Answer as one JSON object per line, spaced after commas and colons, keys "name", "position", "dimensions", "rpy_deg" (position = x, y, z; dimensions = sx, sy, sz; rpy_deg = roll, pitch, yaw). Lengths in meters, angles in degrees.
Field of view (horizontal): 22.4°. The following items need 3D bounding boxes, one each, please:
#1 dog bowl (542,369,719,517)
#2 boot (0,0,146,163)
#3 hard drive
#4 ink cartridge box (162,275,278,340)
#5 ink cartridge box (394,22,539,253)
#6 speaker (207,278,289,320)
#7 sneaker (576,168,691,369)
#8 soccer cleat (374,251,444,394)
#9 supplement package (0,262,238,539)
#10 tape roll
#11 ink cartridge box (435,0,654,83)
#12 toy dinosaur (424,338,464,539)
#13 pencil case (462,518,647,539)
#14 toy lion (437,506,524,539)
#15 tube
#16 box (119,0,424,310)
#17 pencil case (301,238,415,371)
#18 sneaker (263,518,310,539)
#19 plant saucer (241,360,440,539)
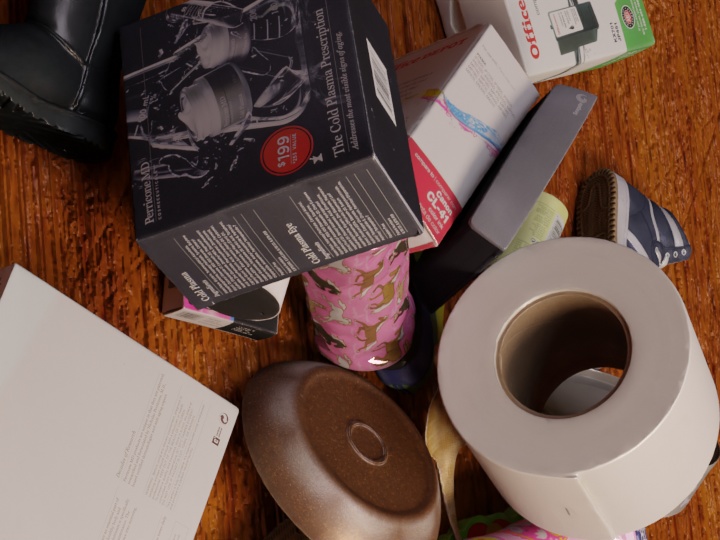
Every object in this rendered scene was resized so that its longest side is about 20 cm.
{"name": "dog bowl", "position": [0.211, 0.148, 1.590], "dimensions": [0.199, 0.200, 0.059], "rpy_deg": [2, 113, -42]}
{"name": "boot", "position": [-0.242, -0.188, 1.326], "dimensions": [0.199, 0.076, 0.170], "rpy_deg": [24, 68, -44]}
{"name": "hard drive", "position": [0.116, -0.065, 1.508], "dimensions": [0.042, 0.135, 0.201], "rpy_deg": [39, 52, -6]}
{"name": "ink cartridge box", "position": [-0.104, -0.052, 1.450], "dimensions": [0.094, 0.037, 0.202], "rpy_deg": [16, 67, -38]}
{"name": "ink cartridge box", "position": [0.039, -0.100, 1.513], "dimensions": [0.086, 0.147, 0.200], "rpy_deg": [53, 52, -19]}
{"name": "speaker", "position": [-0.074, -0.065, 1.402], "dimensions": [0.081, 0.081, 0.202], "rpy_deg": [33, 59, -32]}
{"name": "sneaker", "position": [0.257, 0.011, 1.736], "dimensions": [0.108, 0.070, 0.202], "rpy_deg": [25, 61, -33]}
{"name": "soccer cleat", "position": [0.048, 0.012, 1.566], "dimensions": [0.084, 0.064, 0.202], "rpy_deg": [62, 35, -52]}
{"name": "supplement package", "position": [-0.223, 0.137, 1.217], "dimensions": [0.199, 0.146, 0.193], "rpy_deg": [36, 58, -30]}
{"name": "tape roll", "position": [0.173, 0.093, 1.434], "dimensions": [0.139, 0.201, 0.204], "rpy_deg": [54, 43, -57]}
{"name": "ink cartridge box", "position": [0.170, -0.254, 1.713], "dimensions": [0.199, 0.083, 0.148], "rpy_deg": [-19, 92, -42]}
{"name": "toy dinosaur", "position": [0.074, 0.132, 1.535], "dimensions": [0.101, 0.058, 0.202], "rpy_deg": [-36, 127, -62]}
{"name": "pencil case", "position": [0.143, 0.248, 1.508], "dimensions": [0.199, 0.087, 0.088], "rpy_deg": [-9, 85, -35]}
{"name": "toy lion", "position": [0.141, 0.276, 1.579], "dimensions": [0.191, 0.068, 0.201], "rpy_deg": [41, 55, -18]}
{"name": "tube", "position": [0.130, 0.020, 1.639], "dimensions": [0.058, 0.052, 0.201], "rpy_deg": [20, 63, 9]}
{"name": "box", "position": [-0.067, -0.102, 1.307], "dimensions": [0.104, 0.181, 0.201], "rpy_deg": [52, 23, -52]}
{"name": "pencil case", "position": [0.000, 0.000, 1.407], "dimensions": [0.201, 0.086, 0.083], "rpy_deg": [87, 27, -58]}
{"name": "sneaker", "position": [-0.043, 0.267, 1.402], "dimensions": [0.200, 0.071, 0.113], "rpy_deg": [-43, 110, -39]}
{"name": "plant saucer", "position": [-0.004, 0.144, 1.429], "dimensions": [0.200, 0.037, 0.201], "rpy_deg": [32, 33, -24]}
